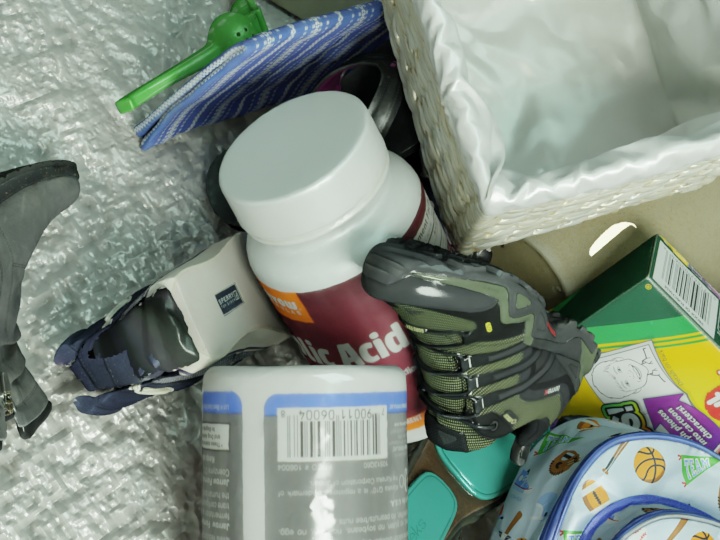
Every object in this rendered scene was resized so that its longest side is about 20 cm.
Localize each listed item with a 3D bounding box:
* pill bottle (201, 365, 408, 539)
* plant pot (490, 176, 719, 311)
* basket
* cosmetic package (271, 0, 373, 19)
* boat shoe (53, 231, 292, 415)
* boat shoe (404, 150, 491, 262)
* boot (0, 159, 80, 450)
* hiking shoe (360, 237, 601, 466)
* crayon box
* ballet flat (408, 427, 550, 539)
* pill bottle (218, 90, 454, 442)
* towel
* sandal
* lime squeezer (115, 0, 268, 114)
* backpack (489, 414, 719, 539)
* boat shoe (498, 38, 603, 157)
[{"bbox_3d":[-0.029,0.153,0.733,0.112,0.113,0.204,3,85,-36],"label":"pill bottle"},{"bbox_3d":[0.162,-0.029,0.991,0.134,0.200,0.201,-38,89,-25],"label":"plant pot"},{"bbox_3d":[0.122,-0.135,0.801,0.195,0.161,0.203,-15,82,-8],"label":"basket"},{"bbox_3d":[0.013,-0.227,1.043,0.198,0.103,0.074,28,49,-19],"label":"cosmetic package"},{"bbox_3d":[-0.107,0.032,0.818,0.076,0.092,0.200,66,17,3],"label":"boat shoe"},{"bbox_3d":[0.025,-0.079,0.973,0.091,0.075,0.202,0,53,-24],"label":"boat shoe"},{"bbox_3d":[-0.202,0.020,0.754,0.200,0.069,0.133,-43,116,-63],"label":"boot"},{"bbox_3d":[0.064,0.053,0.773,0.199,0.075,0.102,29,83,-44],"label":"hiking shoe"},{"bbox_3d":[0.201,0.100,0.927,0.200,0.172,0.059,43,36,-11],"label":"crayon box"},{"bbox_3d":[0.045,0.140,0.864,0.199,0.068,0.068,-33,86,-45],"label":"ballet flat"},{"bbox_3d":[0.000,0.000,0.827,0.201,0.113,0.115,61,36,-36],"label":"pill bottle"},{"bbox_3d":[-0.043,-0.136,0.917,0.199,0.144,0.024,-25,87,-43],"label":"towel"},{"bbox_3d":[-0.014,-0.094,0.889,0.076,0.199,0.048,57,2,20],"label":"sandal"},{"bbox_3d":[-0.091,-0.157,0.925,0.038,0.070,0.201,51,34,-17],"label":"lime squeezer"},{"bbox_3d":[0.161,0.191,0.835,0.198,0.153,0.193,22,77,-26],"label":"backpack"},{"bbox_3d":[0.125,-0.134,0.911,0.070,0.072,0.202,32,67,-7],"label":"boat shoe"}]
